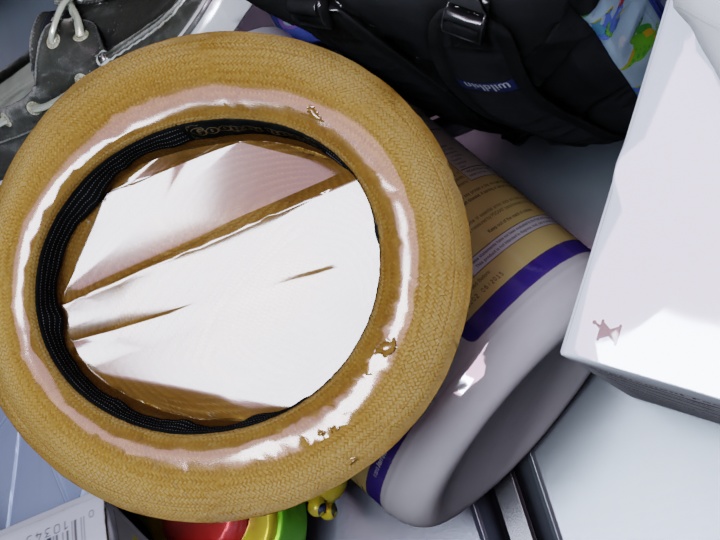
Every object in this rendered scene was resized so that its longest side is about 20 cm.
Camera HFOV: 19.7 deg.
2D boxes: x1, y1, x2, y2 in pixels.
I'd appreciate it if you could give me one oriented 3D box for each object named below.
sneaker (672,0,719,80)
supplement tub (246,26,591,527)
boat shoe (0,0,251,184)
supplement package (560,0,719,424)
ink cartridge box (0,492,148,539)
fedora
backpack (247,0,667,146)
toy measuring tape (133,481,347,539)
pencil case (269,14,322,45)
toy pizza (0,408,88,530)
[{"bbox_3d":[0.163,-0.023,0.710,0.087,0.074,0.200,-37,74,12],"label":"sneaker"},{"bbox_3d":[0.000,0.000,0.921,0.200,0.145,0.146,41,93,17],"label":"supplement tub"},{"bbox_3d":[-0.125,-0.095,0.965,0.064,0.071,0.200,40,130,-20],"label":"boat shoe"},{"bbox_3d":[0.188,-0.006,0.841,0.150,0.200,0.152,17,87,17],"label":"supplement package"},{"bbox_3d":[-0.148,0.193,0.906,0.197,0.200,0.047,-24,44,11],"label":"ink cartridge box"},{"bbox_3d":[-0.050,0.004,0.818,0.200,0.082,0.202,-1,85,13],"label":"fedora"},{"bbox_3d":[0.061,-0.117,0.839,0.162,0.200,0.154,4,66,29],"label":"backpack"},{"bbox_3d":[-0.093,0.129,0.971,0.199,0.074,0.074,-19,77,20],"label":"toy measuring tape"},{"bbox_3d":[0.040,-0.169,0.969,0.199,0.078,0.087,-16,99,11],"label":"pencil case"},{"bbox_3d":[-0.140,0.058,0.949,0.032,0.200,0.201,8,81,-28],"label":"toy pizza"}]
